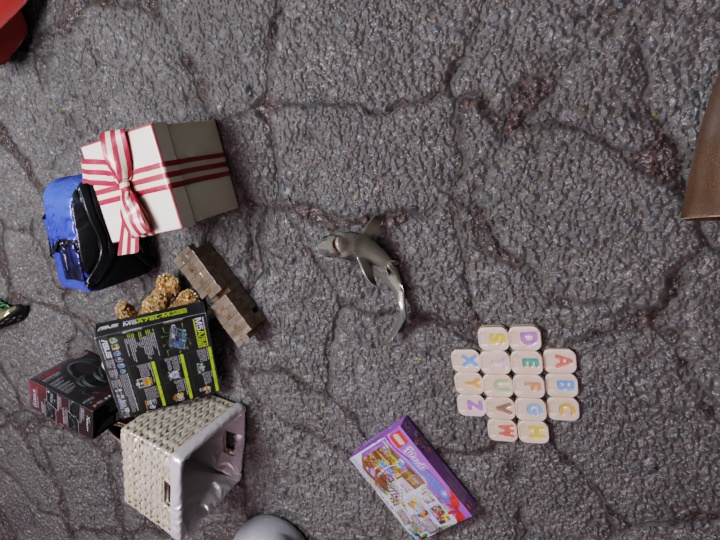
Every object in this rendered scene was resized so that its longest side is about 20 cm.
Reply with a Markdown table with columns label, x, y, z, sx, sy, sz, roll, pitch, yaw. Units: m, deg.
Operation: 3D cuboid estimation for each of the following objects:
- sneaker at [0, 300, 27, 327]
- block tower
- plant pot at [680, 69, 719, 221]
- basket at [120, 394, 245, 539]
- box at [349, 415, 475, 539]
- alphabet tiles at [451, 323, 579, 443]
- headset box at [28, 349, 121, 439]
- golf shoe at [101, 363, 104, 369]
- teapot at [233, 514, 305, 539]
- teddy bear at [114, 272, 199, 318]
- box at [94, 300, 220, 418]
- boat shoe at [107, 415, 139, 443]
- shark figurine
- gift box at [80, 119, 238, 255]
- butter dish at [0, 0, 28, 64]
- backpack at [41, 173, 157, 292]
| label | x | y | z | sx | sy | sz | roll | pitch | yaw |
| --- | --- | --- | --- | --- | --- | --- | --- | --- | --- |
| sneaker | -0.879 | 0.096 | 1.281 | 0.197 | 0.077 | 0.090 | -16 | 92 | 24 |
| block tower | -0.259 | 0.040 | 1.004 | 0.054 | 0.058 | 0.201 | -36 | 92 | 28 |
| plant pot | 0.454 | -0.158 | 0.578 | 0.184 | 0.186 | 0.204 | 1 | 94 | 22 |
| basket | -0.350 | 0.370 | 1.069 | 0.158 | 0.200 | 0.202 | 16 | 113 | 19 |
| box | 0.092 | 0.379 | 0.971 | 0.136 | 0.039 | 0.201 | -40 | 89 | 29 |
| alphabet tiles | 0.244 | 0.182 | 0.857 | 0.192 | 0.015 | 0.204 | -3 | 105 | 24 |
| headset box | -0.597 | 0.260 | 1.167 | 0.197 | 0.149 | 0.078 | 20 | 113 | 17 |
| golf shoe | -0.436 | 0.184 | 1.109 | 0.197 | 0.088 | 0.079 | -8 | 102 | 24 |
| teapot | -0.207 | 0.631 | 1.122 | 0.194 | 0.146 | 0.203 | -5 | 106 | 25 |
| teddy bear | -0.398 | 0.103 | 1.035 | 0.199 | 0.067 | 0.146 | -35 | 105 | -6 |
| box | -0.371 | 0.168 | 1.005 | 0.048 | 0.190 | 0.203 | -130 | 32 | -50 |
| boat shoe | -0.479 | 0.393 | 1.209 | 0.199 | 0.059 | 0.072 | 36 | 116 | 9 |
| shark figurine | 0.018 | 0.004 | 0.876 | 0.215 | 0.129 | 0.089 | 50 | 145 | -18 |
| gift box | -0.346 | -0.142 | 0.907 | 0.197 | 0.187 | 0.188 | -13 | 101 | 25 |
| butter dish | -0.711 | -0.445 | 0.997 | 0.198 | 0.148 | 0.201 | 31 | 74 | 11 |
| backpack | -0.509 | -0.081 | 1.011 | 0.165 | 0.162 | 0.204 | 7 | 110 | 24 |
